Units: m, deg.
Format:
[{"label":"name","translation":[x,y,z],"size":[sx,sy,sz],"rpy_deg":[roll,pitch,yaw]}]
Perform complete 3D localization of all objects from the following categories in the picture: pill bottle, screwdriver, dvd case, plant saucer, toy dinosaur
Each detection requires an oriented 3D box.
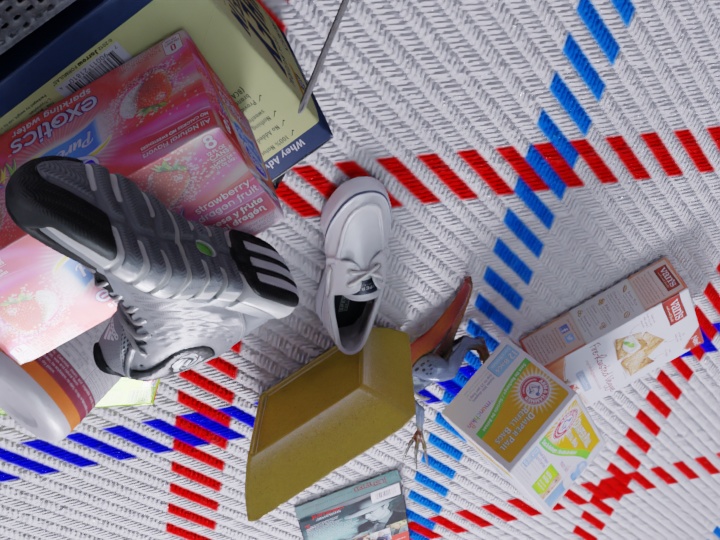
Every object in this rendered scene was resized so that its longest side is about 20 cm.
[{"label":"pill bottle","translation":[-0.215,0.030,0.896],"size":[0.200,0.109,0.110],"rpy_deg":[-50,150,-27]},{"label":"screwdriver","translation":[-0.005,-0.197,0.781],"size":[0.029,0.202,0.028],"rpy_deg":[-4,151,46]},{"label":"dvd case","translation":[-0.006,0.348,1.483],"size":[0.145,0.022,0.201],"rpy_deg":[-19,141,-8]},{"label":"plant saucer","translation":[-0.041,0.139,1.132],"size":[0.199,0.200,0.049],"rpy_deg":[-35,107,12]},{"label":"toy dinosaur","translation":[0.052,0.109,1.240],"size":[0.180,0.105,0.202],"rpy_deg":[-14,106,0]}]

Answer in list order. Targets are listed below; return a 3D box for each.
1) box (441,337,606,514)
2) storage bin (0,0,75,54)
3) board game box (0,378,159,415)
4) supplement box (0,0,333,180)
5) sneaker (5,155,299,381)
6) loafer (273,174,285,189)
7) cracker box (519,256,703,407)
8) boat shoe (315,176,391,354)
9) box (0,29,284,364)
[{"label":"box","translation":[0.183,0.174,1.216],"size":[0.113,0.101,0.200],"rpy_deg":[-49,149,-4]},{"label":"storage bin","translation":[-0.239,-0.207,0.661],"size":[0.199,0.136,0.094],"rpy_deg":[-32,141,8]},{"label":"board game box","translation":[-0.282,0.081,1.024],"size":[0.198,0.048,0.102],"rpy_deg":[-1,134,-27]},{"label":"supplement box","translation":[-0.164,-0.134,0.782],"size":[0.199,0.135,0.200],"rpy_deg":[-34,140,11]},{"label":"sneaker","translation":[-0.136,0.016,0.641],"size":[0.115,0.075,0.199],"rpy_deg":[-42,138,23]},{"label":"loafer","translation":[-0.094,-0.061,0.877],"size":[0.201,0.063,0.072],"rpy_deg":[-59,140,-19]},{"label":"cracker box","translation":[0.303,0.084,1.329],"size":[0.199,0.058,0.134],"rpy_deg":[-31,141,6]},{"label":"boat shoe","translation":[0.000,0.000,1.070],"size":[0.073,0.066,0.201],"rpy_deg":[-12,139,-15]},{"label":"box","translation":[-0.162,-0.043,0.696],"size":[0.199,0.103,0.095],"rpy_deg":[-28,140,6]}]
